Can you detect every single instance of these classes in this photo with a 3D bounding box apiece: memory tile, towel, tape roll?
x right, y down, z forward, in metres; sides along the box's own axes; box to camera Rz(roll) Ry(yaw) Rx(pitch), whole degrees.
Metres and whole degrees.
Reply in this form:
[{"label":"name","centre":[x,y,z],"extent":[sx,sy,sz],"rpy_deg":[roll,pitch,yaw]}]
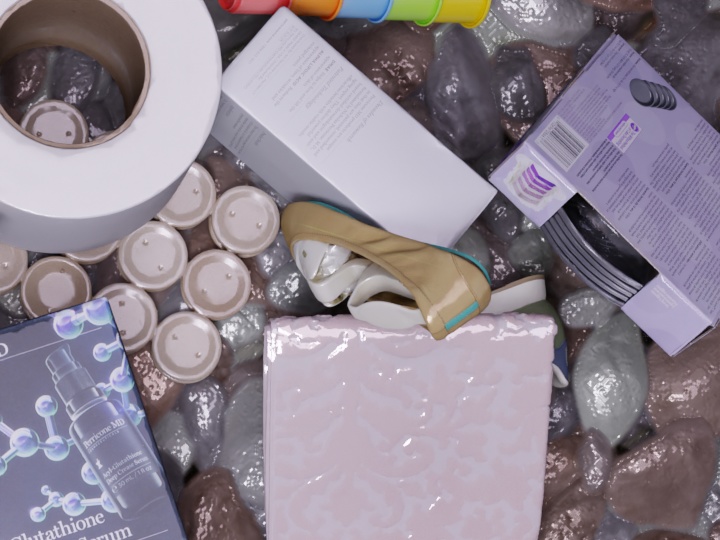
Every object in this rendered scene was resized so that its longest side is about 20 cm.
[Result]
[{"label":"memory tile","centre":[-0.170,-0.020,1.534],"extent":[0.200,0.017,0.153],"rpy_deg":[25,77,-7]},{"label":"towel","centre":[0.032,0.119,1.503],"extent":[0.200,0.032,0.191],"rpy_deg":[-1,110,-9]},{"label":"tape roll","centre":[-0.200,-0.120,1.464],"extent":[0.202,0.139,0.203],"rpy_deg":[2,80,-12]}]

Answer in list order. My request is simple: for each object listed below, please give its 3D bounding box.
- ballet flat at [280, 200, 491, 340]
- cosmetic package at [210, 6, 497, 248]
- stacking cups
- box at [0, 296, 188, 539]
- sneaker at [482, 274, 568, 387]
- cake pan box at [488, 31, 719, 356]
[{"label":"ballet flat","centre":[0.000,0.000,1.462],"extent":[0.063,0.200,0.069],"rpy_deg":[-47,128,-23]},{"label":"cosmetic package","centre":[-0.012,-0.081,1.529],"extent":[0.200,0.113,0.081],"rpy_deg":[40,76,-5]},{"label":"stacking cups","centre":[-0.006,-0.199,1.553],"extent":[0.200,0.060,0.061],"rpy_deg":[-5,82,-25]},{"label":"box","centre":[-0.209,0.135,1.446],"extent":[0.148,0.107,0.200],"rpy_deg":[-19,88,-10]},{"label":"sneaker","centre":[0.059,0.079,1.539],"extent":[0.200,0.067,0.090],"rpy_deg":[-23,86,-14]},{"label":"cake pan box","centre":[0.201,-0.056,1.548],"extent":[0.184,0.052,0.200],"rpy_deg":[42,40,-2]}]
